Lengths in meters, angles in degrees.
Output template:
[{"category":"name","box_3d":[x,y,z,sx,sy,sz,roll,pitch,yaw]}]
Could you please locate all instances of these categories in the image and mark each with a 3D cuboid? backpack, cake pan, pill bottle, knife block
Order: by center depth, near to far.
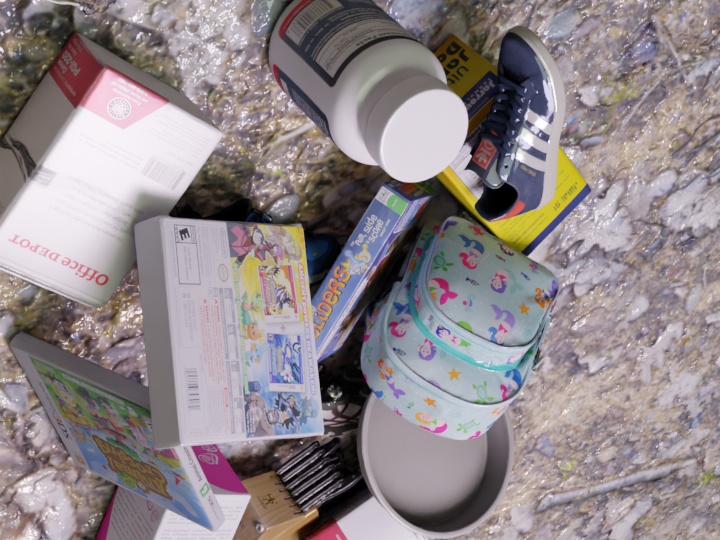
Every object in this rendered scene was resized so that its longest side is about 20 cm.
[{"category":"pill bottle","box_3d":[0.009,-0.165,1.398,0.118,0.200,0.121,-17,130,-22]},{"category":"backpack","box_3d":[0.099,0.061,1.567,0.201,0.176,0.151,-61,-177,-34]},{"category":"cake pan","box_3d":[0.076,0.185,1.664,0.198,0.037,0.203,6,79,-32]},{"category":"knife block","box_3d":[-0.087,0.269,1.732,0.175,0.064,0.200,-8,146,-50]}]

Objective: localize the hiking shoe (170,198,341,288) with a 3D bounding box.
[{"category":"hiking shoe","box_3d":[-0.097,-0.026,1.517,0.198,0.074,0.088,-7,114,-38]}]

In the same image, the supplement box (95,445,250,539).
[{"category":"supplement box","box_3d":[-0.210,0.287,1.643,0.103,0.101,0.202,7,117,-37]}]

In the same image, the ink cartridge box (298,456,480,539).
[{"category":"ink cartridge box","box_3d":[0.032,0.283,1.768,0.199,0.084,0.145,-34,177,-8]}]

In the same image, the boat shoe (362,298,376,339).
[{"category":"boat shoe","box_3d":[0.087,0.055,1.707,0.198,0.073,0.073,-7,136,-26]}]

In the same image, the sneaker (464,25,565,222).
[{"category":"sneaker","box_3d":[0.137,-0.128,1.444,0.084,0.075,0.202,-26,132,-23]}]

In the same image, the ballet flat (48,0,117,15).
[{"category":"ballet flat","box_3d":[-0.269,-0.264,1.238,0.072,0.072,0.200,-49,132,7]}]

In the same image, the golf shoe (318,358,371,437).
[{"category":"golf shoe","box_3d":[-0.040,0.146,1.677,0.198,0.077,0.089,2,126,-34]}]

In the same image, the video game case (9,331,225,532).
[{"category":"video game case","box_3d":[-0.231,0.154,1.475,0.022,0.199,0.183,-49,140,-30]}]

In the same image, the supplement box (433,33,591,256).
[{"category":"supplement box","box_3d":[0.128,-0.122,1.572,0.109,0.110,0.200,-44,135,0]}]

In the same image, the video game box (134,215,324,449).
[{"category":"video game box","box_3d":[-0.117,0.055,1.407,0.181,0.047,0.203,2,79,-46]}]

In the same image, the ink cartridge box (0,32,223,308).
[{"category":"ink cartridge box","box_3d":[-0.240,-0.084,1.371,0.145,0.085,0.201,27,102,-43]}]

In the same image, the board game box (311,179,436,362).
[{"category":"board game box","box_3d":[0.000,0.000,1.571,0.201,0.034,0.135,-58,172,13]}]
